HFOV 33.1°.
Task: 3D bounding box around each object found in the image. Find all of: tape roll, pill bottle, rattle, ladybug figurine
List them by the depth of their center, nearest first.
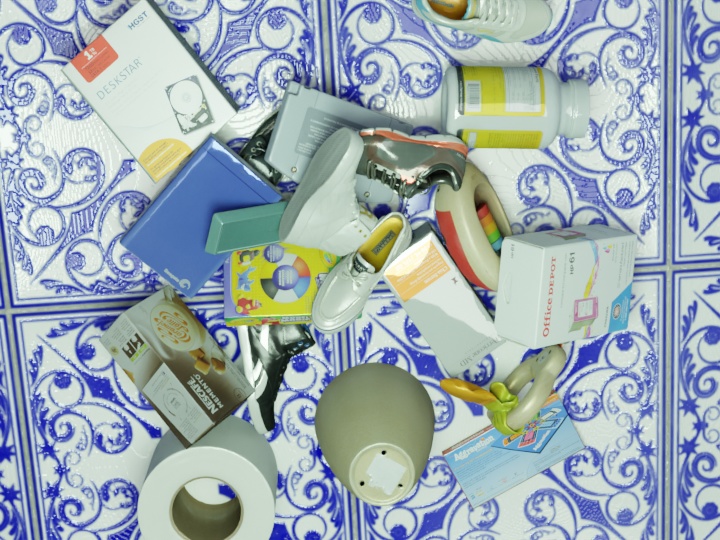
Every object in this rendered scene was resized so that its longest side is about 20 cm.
[{"bbox_3d":[0.214,-0.226,1.685,0.196,0.112,0.114,1,104,-3],"label":"pill bottle"},{"bbox_3d":[0.163,-0.055,1.723,0.071,0.136,0.202,-18,103,31],"label":"ladybug figurine"},{"bbox_3d":[0.229,0.128,1.772,0.142,0.130,0.201,37,95,4],"label":"rattle"},{"bbox_3d":[-0.222,0.328,1.788,0.199,0.139,0.206,-1,104,-3],"label":"tape roll"}]

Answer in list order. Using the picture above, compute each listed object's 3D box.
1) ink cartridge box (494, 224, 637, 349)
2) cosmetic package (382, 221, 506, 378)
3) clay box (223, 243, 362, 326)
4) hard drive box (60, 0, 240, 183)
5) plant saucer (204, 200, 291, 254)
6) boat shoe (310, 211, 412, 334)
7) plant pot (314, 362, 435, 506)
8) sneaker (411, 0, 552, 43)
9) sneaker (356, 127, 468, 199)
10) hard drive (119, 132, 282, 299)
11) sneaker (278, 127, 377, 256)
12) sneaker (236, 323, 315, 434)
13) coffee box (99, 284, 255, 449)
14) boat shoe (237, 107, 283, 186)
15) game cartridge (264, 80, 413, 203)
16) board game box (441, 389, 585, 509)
[{"bbox_3d":[0.291,0.020,1.713,0.198,0.084,0.147,-8,107,-36],"label":"ink cartridge box"},{"bbox_3d":[0.116,0.043,1.767,0.101,0.071,0.201,-35,103,6],"label":"cosmetic package"},{"bbox_3d":[-0.097,0.016,1.738,0.196,0.048,0.117,-3,70,-1],"label":"clay box"},{"bbox_3d":[-0.288,-0.250,1.677,0.155,0.077,0.201,-39,102,6],"label":"hard drive box"},{"bbox_3d":[-0.122,-0.063,1.692,0.198,0.019,0.071,-11,137,-33],"label":"plant saucer"},{"bbox_3d":[0.000,0.000,1.677,0.071,0.070,0.200,40,84,13],"label":"boat shoe"},{"bbox_3d":[0.026,0.254,1.749,0.184,0.200,0.191,-1,103,-3],"label":"plant pot"},{"bbox_3d":[0.170,-0.356,1.668,0.196,0.081,0.078,6,102,-5],"label":"sneaker"},{"bbox_3d":[0.049,-0.140,1.641,0.196,0.077,0.083,0,67,2],"label":"sneaker"},{"bbox_3d":[-0.222,-0.073,1.684,0.132,0.025,0.200,39,103,-20],"label":"hard drive"},{"bbox_3d":[-0.019,-0.102,1.635,0.114,0.074,0.201,16,132,-24],"label":"sneaker"},{"bbox_3d":[-0.116,0.139,1.779,0.110,0.073,0.203,-8,102,1],"label":"sneaker"},{"bbox_3d":[-0.259,0.136,1.718,0.201,0.114,0.080,51,126,4],"label":"coffee box"},{"bbox_3d":[-0.143,-0.146,1.713,0.074,0.066,0.200,41,99,-10],"label":"boat shoe"},{"bbox_3d":[-0.032,-0.171,1.696,0.197,0.040,0.135,17,91,-24],"label":"game cartridge"},{"bbox_3d":[0.234,0.275,1.855,0.198,0.019,0.104,-29,104,5],"label":"board game box"}]
